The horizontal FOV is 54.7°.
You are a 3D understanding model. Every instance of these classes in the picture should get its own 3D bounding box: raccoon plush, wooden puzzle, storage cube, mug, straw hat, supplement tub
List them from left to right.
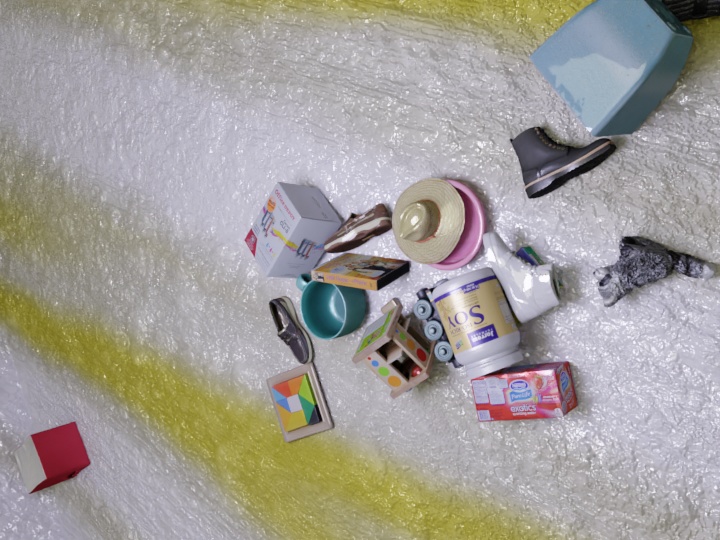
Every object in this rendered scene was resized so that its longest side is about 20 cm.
[{"bbox_3d":[-1.154,0.697,2.600,0.170,0.179,0.202,-36,75,33],"label":"storage cube"},{"bbox_3d":[-0.175,0.367,1.919,0.199,0.037,0.187,-25,80,36],"label":"wooden puzzle"},{"bbox_3d":[-0.066,0.075,1.757,0.151,0.114,0.188,-25,79,36],"label":"mug"},{"bbox_3d":[0.128,-0.110,1.546,0.199,0.085,0.205,5,98,36],"label":"straw hat"},{"bbox_3d":[0.246,0.110,1.450,0.144,0.145,0.203,-27,78,35],"label":"supplement tub"},{"bbox_3d":[0.543,0.024,1.315,0.198,0.096,0.136,26,118,31],"label":"raccoon plush"}]

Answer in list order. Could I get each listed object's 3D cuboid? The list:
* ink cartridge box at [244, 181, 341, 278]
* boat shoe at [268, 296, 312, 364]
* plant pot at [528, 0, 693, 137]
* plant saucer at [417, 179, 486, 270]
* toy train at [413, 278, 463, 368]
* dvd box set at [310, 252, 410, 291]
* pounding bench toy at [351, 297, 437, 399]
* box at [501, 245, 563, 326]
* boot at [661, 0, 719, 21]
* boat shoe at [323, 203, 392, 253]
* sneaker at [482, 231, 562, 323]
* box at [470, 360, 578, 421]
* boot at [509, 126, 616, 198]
[{"bbox_3d":[-0.174,-0.102,1.787,0.201,0.143,0.146,-55,52,27],"label":"ink cartridge box"},{"bbox_3d":[-0.197,0.167,1.893,0.073,0.064,0.202,-42,68,35],"label":"boat shoe"},{"bbox_3d":[0.466,-0.383,1.242,0.200,0.194,0.198,-47,68,38],"label":"plant pot"},{"bbox_3d":[0.200,-0.103,1.578,0.198,0.051,0.204,4,97,36],"label":"plant saucer"},{"bbox_3d":[0.204,0.118,1.584,0.113,0.085,0.202,-32,76,24],"label":"toy train"},{"bbox_3d":[0.000,0.000,1.678,0.198,0.146,0.030,9,114,36],"label":"dvd box set"},{"bbox_3d":[0.100,0.173,1.647,0.156,0.201,0.124,43,126,-12],"label":"pounding bench toy"},{"bbox_3d":[0.324,0.056,1.505,0.118,0.048,0.200,53,123,20],"label":"box"},{"bbox_3d":[0.610,-0.541,1.203,0.156,0.079,0.215,12,103,35],"label":"boot"},{"bbox_3d":[-0.010,-0.107,1.728,0.200,0.074,0.076,-22,71,28],"label":"boat shoe"},{"bbox_3d":[0.338,-0.007,1.423,0.115,0.073,0.202,-29,86,32],"label":"sneaker"},{"bbox_3d":[0.346,0.257,1.479,0.198,0.095,0.101,-13,88,37],"label":"box"},{"bbox_3d":[0.398,-0.251,1.402,0.199,0.077,0.140,-28,74,34],"label":"boot"}]
